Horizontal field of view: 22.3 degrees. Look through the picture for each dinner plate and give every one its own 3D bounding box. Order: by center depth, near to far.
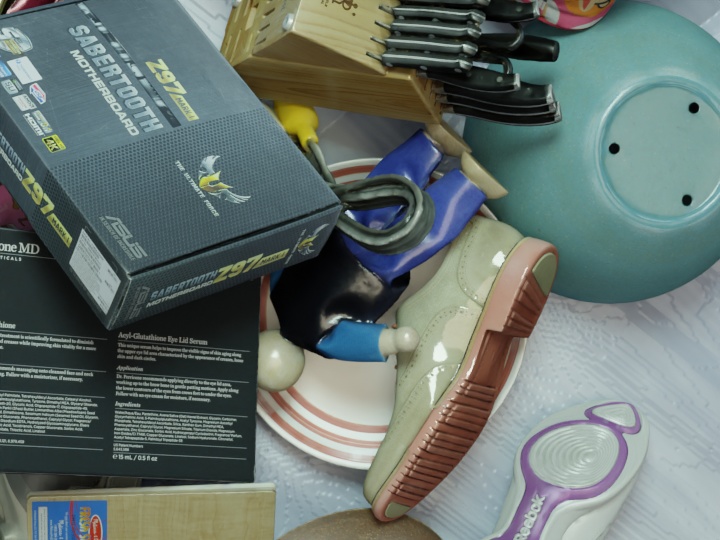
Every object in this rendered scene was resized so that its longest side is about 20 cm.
[{"bbox_3d":[0.010,0.028,1.184,0.198,0.024,0.202,0,92,3],"label":"dinner plate"}]

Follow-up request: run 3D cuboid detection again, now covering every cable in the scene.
[{"bbox_3d":[-0.035,-0.052,1.113,0.097,0.200,0.050,-47,125,-3],"label":"cable"}]

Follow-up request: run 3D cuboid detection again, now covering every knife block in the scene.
[{"bbox_3d":[0.022,-0.128,1.102,0.174,0.200,0.064,23,74,-21],"label":"knife block"}]

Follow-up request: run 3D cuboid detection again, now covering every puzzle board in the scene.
[{"bbox_3d":[-0.131,0.213,1.148,0.149,0.017,0.201,0,123,-8],"label":"puzzle board"}]

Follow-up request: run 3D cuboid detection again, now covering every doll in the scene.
[{"bbox_3d":[0.000,0.000,1.133,0.200,0.048,0.137,-45,58,10],"label":"doll"}]

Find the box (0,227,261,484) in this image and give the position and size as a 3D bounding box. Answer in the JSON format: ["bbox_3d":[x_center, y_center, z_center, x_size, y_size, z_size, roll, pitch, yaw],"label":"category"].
[{"bbox_3d":[-0.163,0.054,1.101,0.199,0.079,0.143,7,83,-31],"label":"box"}]

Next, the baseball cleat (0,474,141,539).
[{"bbox_3d":[-0.198,0.100,1.160,0.106,0.070,0.202,-13,99,-22],"label":"baseball cleat"}]

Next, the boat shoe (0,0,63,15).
[{"bbox_3d":[-0.177,-0.184,1.135,0.074,0.066,0.201,29,89,-8],"label":"boat shoe"}]

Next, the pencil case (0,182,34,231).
[{"bbox_3d":[-0.188,-0.058,1.129,0.198,0.087,0.083,4,121,-11],"label":"pencil case"}]

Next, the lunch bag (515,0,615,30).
[{"bbox_3d":[0.107,-0.265,1.141,0.199,0.082,0.177,31,66,3],"label":"lunch bag"}]

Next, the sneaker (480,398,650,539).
[{"bbox_3d":[0.122,0.171,1.203,0.075,0.100,0.200,29,67,24],"label":"sneaker"}]

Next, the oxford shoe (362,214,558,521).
[{"bbox_3d":[0.049,0.060,1.145,0.074,0.071,0.201,29,88,25],"label":"oxford shoe"}]

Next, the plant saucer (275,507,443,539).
[{"bbox_3d":[-0.010,0.249,1.157,0.199,0.037,0.202,-12,116,-25],"label":"plant saucer"}]

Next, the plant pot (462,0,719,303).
[{"bbox_3d":[0.173,-0.074,1.155,0.198,0.135,0.202,-1,94,-7],"label":"plant pot"}]

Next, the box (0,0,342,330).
[{"bbox_3d":[-0.129,-0.073,1.055,0.157,0.051,0.200,-19,61,-39],"label":"box"}]
